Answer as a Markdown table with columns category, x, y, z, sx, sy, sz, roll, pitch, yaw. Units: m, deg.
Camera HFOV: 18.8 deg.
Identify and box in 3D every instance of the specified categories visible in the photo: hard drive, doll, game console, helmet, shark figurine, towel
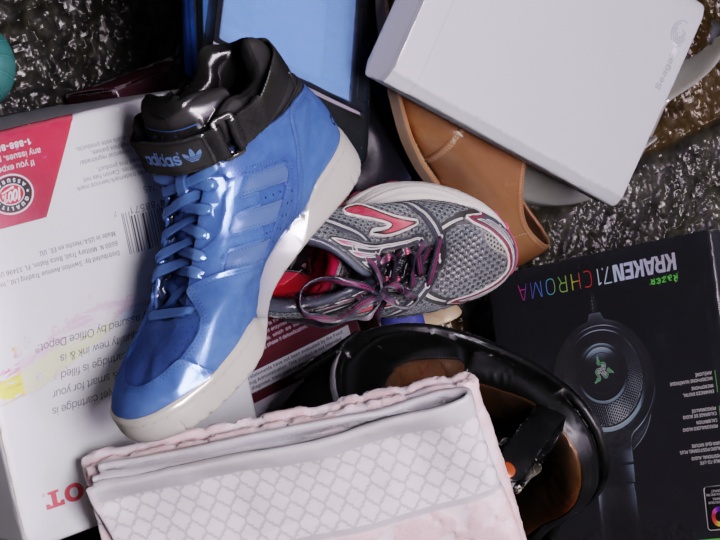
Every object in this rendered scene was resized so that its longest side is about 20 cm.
| category | x | y | z | sx | sy | sz | roll | pitch | yaw |
| --- | --- | --- | --- | --- | --- | --- | --- | --- | --- |
| hard drive | 0.103 | -0.131 | 1.227 | 0.200 | 0.026 | 0.132 | 24 | 90 | -40 |
| doll | 0.003 | -0.052 | 1.258 | 0.201 | 0.048 | 0.136 | 71 | 24 | -14 |
| game console | -0.040 | -0.180 | 1.153 | 0.170 | 0.118 | 0.200 | 24 | 49 | -25 |
| helmet | 0.029 | 0.146 | 1.167 | 0.200 | 0.200 | 0.191 | -7 | 132 | -35 |
| shark figurine | 0.149 | -0.074 | 1.355 | 0.214 | 0.089 | 0.129 | -19 | 102 | -32 |
| towel | -0.016 | 0.151 | 1.043 | 0.199 | 0.032 | 0.191 | -13 | 117 | 8 |

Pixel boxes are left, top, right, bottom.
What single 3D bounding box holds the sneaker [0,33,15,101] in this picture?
| category | x | y | z | sx | sy | sz | roll | pitch | yaw |
| --- | --- | --- | --- | --- | --- | --- | --- | --- | --- |
| sneaker | -0.254 | -0.110 | 1.073 | 0.200 | 0.080 | 0.072 | 4 | 84 | -35 |

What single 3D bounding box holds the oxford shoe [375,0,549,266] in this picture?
| category | x | y | z | sx | sy | sz | roll | pitch | yaw |
| --- | --- | --- | --- | --- | --- | --- | --- | --- | --- |
| oxford shoe | 0.059 | -0.083 | 1.266 | 0.071 | 0.071 | 0.200 | -89 | 158 | -52 |

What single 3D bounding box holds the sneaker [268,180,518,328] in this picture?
| category | x | y | z | sx | sy | sz | roll | pitch | yaw |
| --- | --- | --- | --- | --- | --- | --- | --- | --- | --- |
| sneaker | 0.000 | 0.000 | 1.168 | 0.199 | 0.075 | 0.081 | -3 | 111 | -30 |

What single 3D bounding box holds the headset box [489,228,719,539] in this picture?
| category | x | y | z | sx | sy | sz | roll | pitch | yaw |
| --- | --- | --- | --- | --- | --- | --- | --- | --- | --- |
| headset box | 0.172 | 0.089 | 1.237 | 0.093 | 0.174 | 0.201 | 0 | 82 | -42 |

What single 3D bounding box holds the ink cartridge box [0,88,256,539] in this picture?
| category | x | y | z | sx | sy | sz | roll | pitch | yaw |
| --- | --- | --- | --- | --- | --- | --- | --- | --- | --- |
| ink cartridge box | -0.160 | 0.022 | 1.101 | 0.145 | 0.144 | 0.201 | -16 | 99 | -35 |

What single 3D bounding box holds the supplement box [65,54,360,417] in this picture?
| category | x | y | z | sx | sy | sz | roll | pitch | yaw |
| --- | --- | --- | --- | --- | --- | --- | --- | --- | --- |
| supplement box | -0.078 | -0.021 | 1.210 | 0.109 | 0.061 | 0.201 | -24 | 105 | -34 |

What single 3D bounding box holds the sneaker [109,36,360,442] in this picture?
| category | x | y | z | sx | sy | sz | roll | pitch | yaw |
| --- | --- | --- | --- | --- | --- | --- | --- | --- | --- |
| sneaker | -0.080 | -0.024 | 1.019 | 0.111 | 0.077 | 0.200 | 54 | 54 | -33 |
